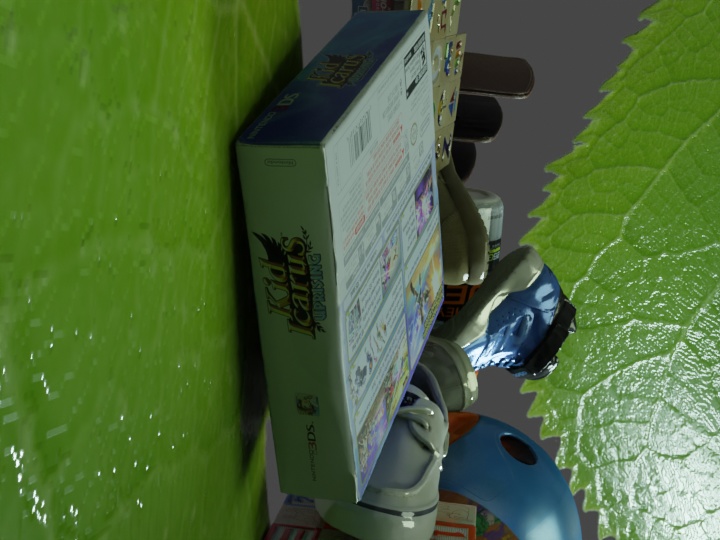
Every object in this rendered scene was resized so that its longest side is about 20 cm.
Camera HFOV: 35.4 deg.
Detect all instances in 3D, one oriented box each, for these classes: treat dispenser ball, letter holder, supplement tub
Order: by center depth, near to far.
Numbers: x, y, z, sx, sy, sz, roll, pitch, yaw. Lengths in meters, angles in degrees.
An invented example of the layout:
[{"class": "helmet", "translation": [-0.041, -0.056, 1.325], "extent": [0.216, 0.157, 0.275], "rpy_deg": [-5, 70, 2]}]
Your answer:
[{"class": "treat dispenser ball", "translation": [0.074, 0.213, 0.890], "extent": [0.201, 0.199, 0.203], "rpy_deg": [5, 90, -84]}, {"class": "letter holder", "translation": [0.104, -0.159, 1.155], "extent": [0.200, 0.141, 0.101], "rpy_deg": [-70, 163, -68]}, {"class": "supplement tub", "translation": [0.082, 0.017, 1.173], "extent": [0.123, 0.121, 0.202], "rpy_deg": [-59, 153, -76]}]

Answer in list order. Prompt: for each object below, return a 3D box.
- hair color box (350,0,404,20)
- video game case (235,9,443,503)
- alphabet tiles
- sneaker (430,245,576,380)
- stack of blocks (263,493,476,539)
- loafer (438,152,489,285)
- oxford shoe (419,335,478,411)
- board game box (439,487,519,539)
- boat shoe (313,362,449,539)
[{"class": "hair color box", "translation": [0.035, -0.200, 0.861], "extent": [0.201, 0.060, 0.101], "rpy_deg": [-76, 169, -56]}, {"class": "video game case", "translation": [-0.001, -0.017, 0.578], "extent": [0.200, 0.045, 0.183], "rpy_deg": [-60, 148, -58]}, {"class": "alphabet tiles", "translation": [0.041, -0.105, 0.762], "extent": [0.200, 0.006, 0.168], "rpy_deg": [-39, 138, -67]}, {"class": "sneaker", "translation": [0.131, 0.082, 1.094], "extent": [0.200, 0.111, 0.077], "rpy_deg": [-45, -167, -18]}, {"class": "stack of blocks", "translation": [0.010, 0.166, 0.668], "extent": [0.200, 0.114, 0.059], "rpy_deg": [-56, 151, -78]}, {"class": "loafer", "translation": [0.042, -0.065, 0.908], "extent": [0.201, 0.067, 0.076], "rpy_deg": [-116, -157, -46]}, {"class": "oxford shoe", "translation": [0.028, 0.083, 0.904], "extent": [0.200, 0.057, 0.076], "rpy_deg": [0, -72, 70]}, {"class": "board game box", "translation": [0.027, 0.248, 0.767], "extent": [0.039, 0.157, 0.202], "rpy_deg": [28, 66, -64]}, {"class": "boat shoe", "translation": [0.021, 0.100, 0.665], "extent": [0.200, 0.071, 0.066], "rpy_deg": [-38, 142, -77]}]
